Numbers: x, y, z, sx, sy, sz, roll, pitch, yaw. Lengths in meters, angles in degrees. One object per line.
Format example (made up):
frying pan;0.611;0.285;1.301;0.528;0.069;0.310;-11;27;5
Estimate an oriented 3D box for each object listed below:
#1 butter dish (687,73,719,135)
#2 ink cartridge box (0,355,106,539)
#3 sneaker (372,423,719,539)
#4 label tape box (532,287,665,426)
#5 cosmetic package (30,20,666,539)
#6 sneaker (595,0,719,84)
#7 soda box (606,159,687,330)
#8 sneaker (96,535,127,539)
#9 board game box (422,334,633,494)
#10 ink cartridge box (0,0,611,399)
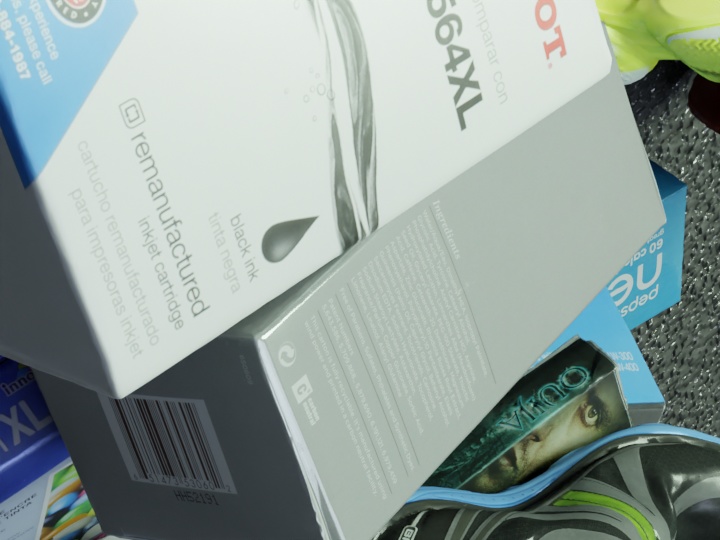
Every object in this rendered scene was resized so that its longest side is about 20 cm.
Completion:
butter dish;0.199;-0.145;0.971;0.148;0.200;0.199;36;92;-31
ink cartridge box;-0.113;0.065;0.848;0.119;0.042;0.200;-34;161;-16
sneaker;0.075;0.107;0.847;0.200;0.083;0.071;-9;125;-40
label tape box;0.041;0.067;0.946;0.143;0.066;0.200;1;122;-44
cosmetic package;0.000;0.000;0.779;0.200;0.107;0.090;-39;119;-40
sneaker;0.074;-0.122;0.903;0.200;0.105;0.076;2;164;-4
soda box;0.041;0.015;1.010;0.200;0.064;0.068;-29;138;-27
sneaker;-0.107;0.169;0.938;0.115;0.081;0.199;-31;168;-12
board game box;0.059;0.129;0.940;0.135;0.028;0.200;-37;139;-14
ink cartridge box;-0.037;-0.080;0.695;0.200;0.084;0.146;-35;120;-29
